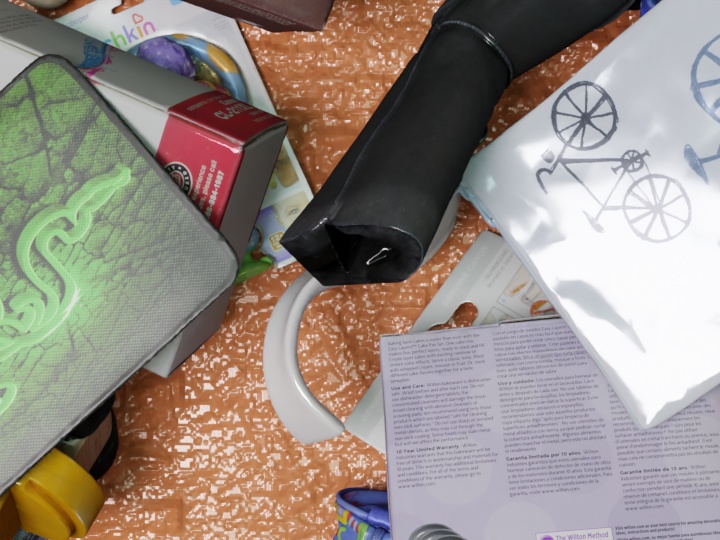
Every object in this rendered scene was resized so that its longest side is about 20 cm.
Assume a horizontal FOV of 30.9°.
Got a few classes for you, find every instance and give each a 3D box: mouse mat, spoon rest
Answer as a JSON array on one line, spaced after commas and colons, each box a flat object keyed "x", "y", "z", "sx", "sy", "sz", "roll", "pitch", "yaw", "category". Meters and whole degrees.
[{"x": -0.181, "y": 0.006, "z": 0.671, "sx": 0.200, "sy": 0.008, "sz": 0.161, "roll": -43, "pitch": 82, "yaw": 1, "category": "mouse mat"}, {"x": 0.000, "y": 0.000, "z": 0.743, "sx": 0.061, "sy": 0.099, "sz": 0.200, "roll": 40, "pitch": 55, "yaw": -19, "category": "spoon rest"}]

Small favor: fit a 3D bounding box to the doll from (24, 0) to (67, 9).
[{"x": -0.133, "y": -0.233, "z": 0.796, "sx": 0.200, "sy": 0.048, "sz": 0.137, "roll": -42, "pitch": 95, "yaw": -1, "category": "doll"}]

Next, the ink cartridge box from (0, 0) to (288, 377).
[{"x": -0.162, "y": -0.053, "z": 0.742, "sx": 0.199, "sy": 0.083, "sz": 0.146, "roll": 24, "pitch": 112, "yaw": 8, "category": "ink cartridge box"}]

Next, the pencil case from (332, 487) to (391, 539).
[{"x": 0.000, "y": 0.231, "z": 0.772, "sx": 0.078, "sy": 0.087, "sz": 0.201, "roll": 14, "pitch": 88, "yaw": 10, "category": "pencil case"}]

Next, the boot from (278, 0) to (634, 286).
[{"x": 0.056, "y": -0.087, "z": 0.676, "sx": 0.066, "sy": 0.165, "sz": 0.200, "roll": 43, "pitch": 57, "yaw": -13, "category": "boot"}]

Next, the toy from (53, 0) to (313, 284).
[{"x": -0.108, "y": -0.085, "z": 0.794, "sx": 0.115, "sy": 0.047, "sz": 0.201, "roll": -24, "pitch": 90, "yaw": -2, "category": "toy"}]

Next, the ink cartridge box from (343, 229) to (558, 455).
[{"x": 0.115, "y": 0.090, "z": 0.781, "sx": 0.200, "sy": 0.047, "sz": 0.160, "roll": 31, "pitch": 73, "yaw": 19, "category": "ink cartridge box"}]

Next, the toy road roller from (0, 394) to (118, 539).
[{"x": -0.235, "y": 0.091, "z": 0.727, "sx": 0.199, "sy": 0.123, "sz": 0.146, "roll": 26, "pitch": 62, "yaw": 4, "category": "toy road roller"}]

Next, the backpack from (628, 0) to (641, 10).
[{"x": 0.126, "y": -0.247, "z": 0.749, "sx": 0.200, "sy": 0.167, "sz": 0.127, "roll": 41, "pitch": 90, "yaw": -8, "category": "backpack"}]

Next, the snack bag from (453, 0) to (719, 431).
[{"x": 0.175, "y": -0.037, "z": 0.689, "sx": 0.200, "sy": 0.021, "sz": 0.189, "roll": -39, "pitch": 79, "yaw": 16, "category": "snack bag"}]

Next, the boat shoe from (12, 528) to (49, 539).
[{"x": -0.268, "y": 0.181, "z": 0.765, "sx": 0.199, "sy": 0.093, "sz": 0.075, "roll": -30, "pitch": 90, "yaw": -1, "category": "boat shoe"}]

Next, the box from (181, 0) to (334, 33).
[{"x": -0.077, "y": -0.248, "z": 0.694, "sx": 0.165, "sy": 0.164, "sz": 0.201, "roll": 16, "pitch": 96, "yaw": -15, "category": "box"}]

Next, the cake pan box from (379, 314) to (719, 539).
[{"x": 0.113, "y": 0.117, "z": 0.716, "sx": 0.199, "sy": 0.052, "sz": 0.185, "roll": -7, "pitch": 68, "yaw": 4, "category": "cake pan box"}]

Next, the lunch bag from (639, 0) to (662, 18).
[{"x": 0.248, "y": -0.102, "z": 0.749, "sx": 0.199, "sy": 0.151, "sz": 0.094, "roll": -8, "pitch": 45, "yaw": 6, "category": "lunch bag"}]
